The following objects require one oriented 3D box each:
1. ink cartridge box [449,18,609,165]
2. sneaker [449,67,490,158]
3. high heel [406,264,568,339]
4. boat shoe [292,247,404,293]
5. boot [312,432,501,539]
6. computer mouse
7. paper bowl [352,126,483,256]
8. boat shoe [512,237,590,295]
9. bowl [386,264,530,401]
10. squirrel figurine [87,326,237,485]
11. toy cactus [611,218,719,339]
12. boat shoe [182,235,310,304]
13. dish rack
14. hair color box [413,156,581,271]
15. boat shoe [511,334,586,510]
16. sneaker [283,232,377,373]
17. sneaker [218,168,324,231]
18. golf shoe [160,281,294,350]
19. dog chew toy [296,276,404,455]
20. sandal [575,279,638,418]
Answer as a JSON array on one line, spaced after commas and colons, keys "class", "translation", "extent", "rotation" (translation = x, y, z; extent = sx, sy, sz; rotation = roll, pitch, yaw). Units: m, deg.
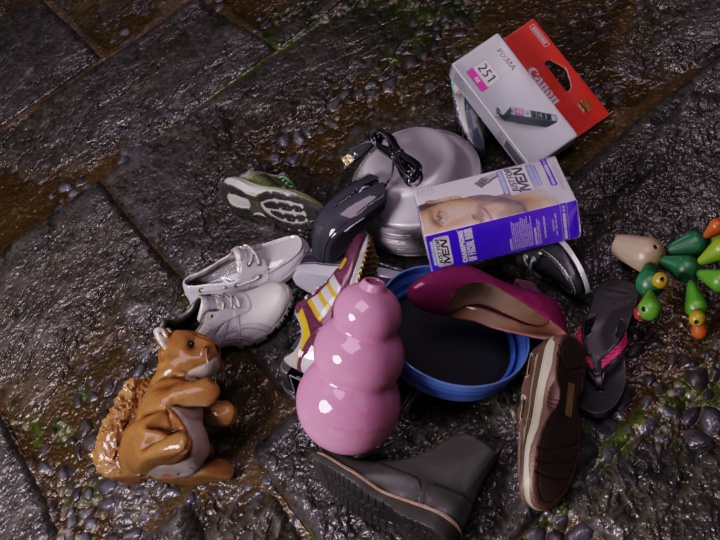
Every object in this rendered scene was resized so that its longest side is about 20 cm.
[{"class": "ink cartridge box", "translation": [0.258, -0.271, 1.289], "extent": [0.172, 0.044, 0.201], "rotation": [-35, 80, -10]}, {"class": "sneaker", "translation": [0.188, -0.258, 1.343], "extent": [0.085, 0.078, 0.203], "rotation": [-8, 50, 8]}, {"class": "high heel", "translation": [0.156, 0.045, 1.035], "extent": [0.196, 0.068, 0.097], "rotation": [-1, 33, -21]}, {"class": "boat shoe", "translation": [0.000, 0.000, 1.211], "extent": [0.197, 0.072, 0.069], "rotation": [4, 55, 31]}, {"class": "boot", "translation": [0.056, 0.232, 1.011], "extent": [0.198, 0.078, 0.139], "rotation": [23, 54, 26]}, {"class": "computer mouse", "translation": [-0.015, -0.115, 1.200], "extent": [0.200, 0.046, 0.141], "rotation": [-42, 46, 13]}, {"class": "paper bowl", "translation": [0.082, -0.129, 1.259], "extent": [0.197, 0.105, 0.203], "rotation": [-11, 50, 13]}, {"class": "boat shoe", "translation": [0.234, -0.024, 1.145], "extent": [0.060, 0.076, 0.201], "rotation": [-27, 37, -5]}, {"class": "bowl", "translation": [0.112, 0.077, 1.074], "extent": [0.196, 0.040, 0.203], "rotation": [8, 44, -8]}, {"class": "squirrel figurine", "translation": [-0.258, 0.172, 1.104], "extent": [0.197, 0.142, 0.190], "rotation": [-15, 60, 20]}, {"class": "toy cactus", "translation": [0.391, -0.004, 1.067], "extent": [0.200, 0.103, 0.164], "rotation": [-43, 38, -17]}, {"class": "boat shoe", "translation": [-0.169, -0.004, 1.268], "extent": [0.198, 0.070, 0.071], "rotation": [-28, 47, -5]}, {"class": "dish rack", "translation": [0.001, 0.119, 1.123], "extent": [0.198, 0.055, 0.154], "rotation": [21, 63, 30]}, {"class": "hair color box", "translation": [0.175, -0.075, 1.118], "extent": [0.196, 0.066, 0.110], "rotation": [-15, 38, 5]}, {"class": "boat shoe", "translation": [0.213, 0.178, 1.001], "extent": [0.074, 0.074, 0.205], "rotation": [-21, 45, 55]}, {"class": "sneaker", "translation": [-0.039, 0.037, 1.105], "extent": [0.088, 0.075, 0.203], "rotation": [8, 63, 19]}, {"class": "sneaker", "translation": [-0.130, -0.127, 1.358], "extent": [0.197, 0.078, 0.089], "rotation": [18, 51, 28]}, {"class": "golf shoe", "translation": [-0.188, 0.064, 1.204], "extent": [0.198, 0.098, 0.078], "rotation": [-32, 47, -9]}, {"class": "dog chew toy", "translation": [-0.004, 0.105, 0.976], "extent": [0.122, 0.204, 0.125], "rotation": [10, 19, -4]}, {"class": "sandal", "translation": [0.295, 0.085, 1.049], "extent": [0.074, 0.045, 0.202], "rotation": [8, 56, 24]}]
